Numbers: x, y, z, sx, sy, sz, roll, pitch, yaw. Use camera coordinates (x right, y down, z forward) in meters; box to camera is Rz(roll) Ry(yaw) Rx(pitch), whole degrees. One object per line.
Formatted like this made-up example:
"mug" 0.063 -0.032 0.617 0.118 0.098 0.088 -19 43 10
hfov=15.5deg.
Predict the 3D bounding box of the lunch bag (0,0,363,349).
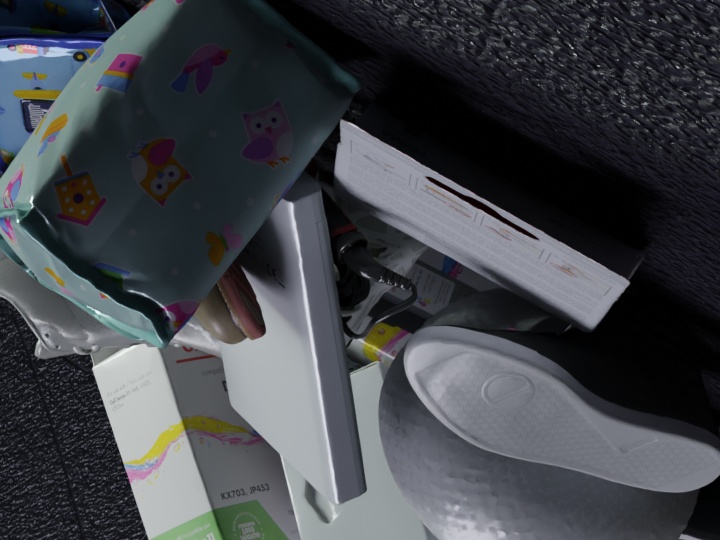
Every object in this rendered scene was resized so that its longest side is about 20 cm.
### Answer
"lunch bag" -0.103 -0.057 1.342 0.122 0.170 0.200 39 171 -12

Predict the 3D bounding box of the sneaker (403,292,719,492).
"sneaker" 0.108 0.050 1.452 0.200 0.099 0.071 20 133 -23

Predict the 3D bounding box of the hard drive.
"hard drive" -0.049 0.017 1.473 0.132 0.026 0.200 40 146 49

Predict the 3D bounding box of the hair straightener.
"hair straightener" -0.022 -0.020 1.467 0.200 0.041 0.077 42 148 47

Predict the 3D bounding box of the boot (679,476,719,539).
"boot" 0.191 0.150 1.692 0.198 0.073 0.162 5 178 31

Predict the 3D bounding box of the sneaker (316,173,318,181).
"sneaker" -0.078 -0.037 1.659 0.085 0.073 0.200 -13 167 -43

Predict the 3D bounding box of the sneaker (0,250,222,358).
"sneaker" -0.149 0.023 1.593 0.200 0.092 0.076 26 -175 1

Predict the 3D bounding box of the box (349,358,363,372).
"box" -0.050 0.037 1.837 0.137 0.040 0.200 -12 -139 -45

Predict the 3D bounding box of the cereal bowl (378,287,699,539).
"cereal bowl" 0.115 0.086 1.531 0.200 0.200 0.083 30 133 -4

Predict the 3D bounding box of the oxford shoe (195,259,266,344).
"oxford shoe" -0.121 -0.014 1.452 0.200 0.075 0.070 48 173 41

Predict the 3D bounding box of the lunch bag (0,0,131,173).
"lunch bag" -0.201 -0.119 1.551 0.200 0.094 0.151 12 149 10

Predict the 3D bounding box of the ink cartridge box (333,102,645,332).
"ink cartridge box" 0.067 -0.035 1.333 0.163 0.057 0.200 29 168 3

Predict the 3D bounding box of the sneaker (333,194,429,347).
"sneaker" 0.000 0.000 1.534 0.076 0.115 0.201 29 172 3

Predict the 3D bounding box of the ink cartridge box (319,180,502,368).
"ink cartridge box" 0.040 0.032 1.710 0.200 0.086 0.148 27 173 2

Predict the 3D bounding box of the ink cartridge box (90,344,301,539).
"ink cartridge box" -0.096 0.099 1.711 0.067 0.200 0.117 -29 166 39

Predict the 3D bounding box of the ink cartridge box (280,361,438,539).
"ink cartridge box" 0.033 0.163 1.699 0.200 0.085 0.145 38 -149 -58
